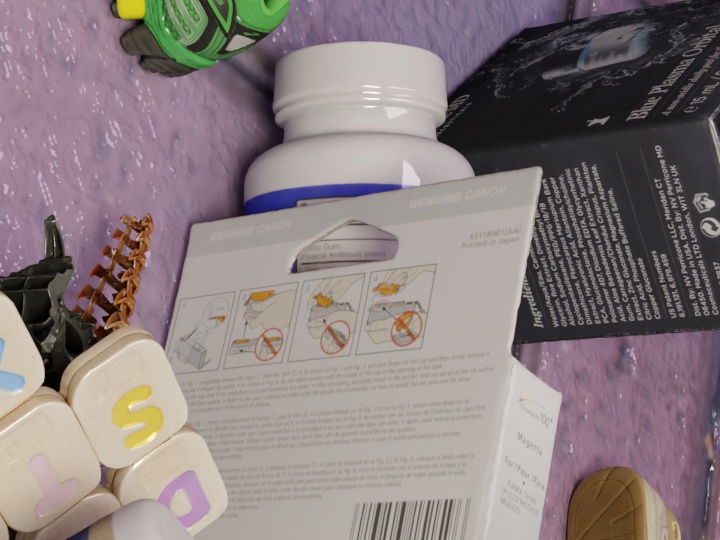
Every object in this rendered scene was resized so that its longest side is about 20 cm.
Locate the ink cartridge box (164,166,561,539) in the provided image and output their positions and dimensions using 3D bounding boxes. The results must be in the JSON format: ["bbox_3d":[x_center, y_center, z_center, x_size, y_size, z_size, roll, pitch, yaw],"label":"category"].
[{"bbox_3d":[-0.008,0.055,0.859,0.044,0.199,0.174,37,56,-43],"label":"ink cartridge box"}]

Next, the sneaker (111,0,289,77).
[{"bbox_3d":[-0.057,-0.190,0.935,0.078,0.085,0.201,15,72,-52],"label":"sneaker"}]

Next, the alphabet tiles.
[{"bbox_3d":[-0.140,0.107,0.726,0.200,0.015,0.196,-35,133,-19],"label":"alphabet tiles"}]

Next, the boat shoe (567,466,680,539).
[{"bbox_3d":[0.157,0.216,1.171,0.069,0.074,0.201,30,59,-41],"label":"boat shoe"}]

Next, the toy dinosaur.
[{"bbox_3d":[-0.139,0.051,0.797,0.200,0.102,0.136,-86,163,-46],"label":"toy dinosaur"}]

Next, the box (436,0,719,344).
[{"bbox_3d":[0.148,-0.058,1.098,0.197,0.199,0.118,-45,120,-49],"label":"box"}]

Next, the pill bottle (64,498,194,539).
[{"bbox_3d":[-0.127,0.171,0.671,0.111,0.200,0.111,59,0,1],"label":"pill bottle"}]

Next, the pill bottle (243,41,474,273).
[{"bbox_3d":[0.000,0.000,0.958,0.112,0.112,0.201,12,73,-53],"label":"pill bottle"}]
